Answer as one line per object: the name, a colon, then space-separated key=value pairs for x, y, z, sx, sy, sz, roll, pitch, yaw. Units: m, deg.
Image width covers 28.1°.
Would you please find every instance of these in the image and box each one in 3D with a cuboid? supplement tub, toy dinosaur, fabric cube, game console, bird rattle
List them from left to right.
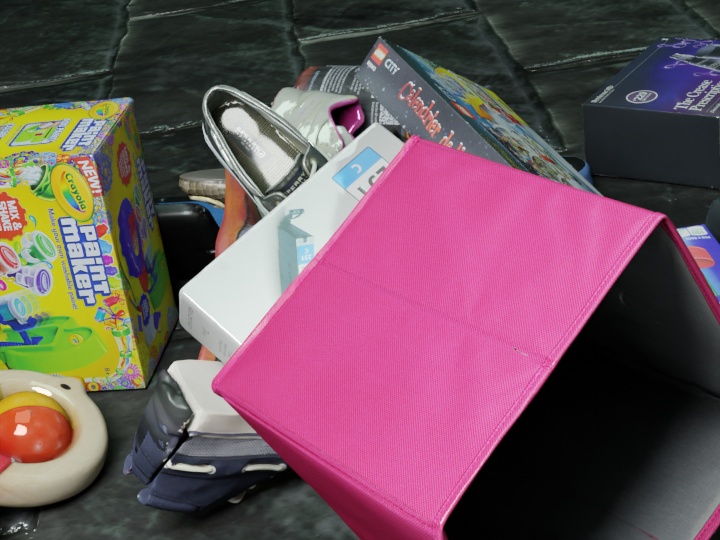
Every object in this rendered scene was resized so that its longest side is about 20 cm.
bird rattle: x=-0.257 y=0.115 z=1.012 sx=0.161 sy=0.114 sz=0.200 roll=0 pitch=25 yaw=-21
game console: x=-0.209 y=-0.053 z=1.304 sx=0.197 sy=0.176 sz=0.118 roll=-4 pitch=65 yaw=11
toy dinosaur: x=-0.097 y=0.018 z=1.106 sx=0.200 sy=0.105 sz=0.181 roll=40 pitch=52 yaw=7
supplement tub: x=0.035 y=-0.151 z=1.441 sx=0.198 sy=0.108 sz=0.107 roll=5 pitch=29 yaw=23
fabric cube: x=0.077 y=0.076 z=0.803 sx=0.199 sy=0.196 sz=0.201 roll=24 pitch=70 yaw=47

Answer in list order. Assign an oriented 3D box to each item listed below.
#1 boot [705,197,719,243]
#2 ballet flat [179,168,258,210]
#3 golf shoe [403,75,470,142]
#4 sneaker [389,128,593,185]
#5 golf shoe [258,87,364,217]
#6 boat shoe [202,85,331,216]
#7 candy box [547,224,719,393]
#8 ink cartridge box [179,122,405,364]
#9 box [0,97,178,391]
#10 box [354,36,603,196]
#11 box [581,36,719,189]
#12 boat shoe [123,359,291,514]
boot: x=0.396 y=-0.042 z=1.149 sx=0.198 sy=0.077 sz=0.168 roll=-21 pitch=32 yaw=-11
ballet flat: x=-0.057 y=-0.056 z=1.220 sx=0.198 sy=0.047 sz=0.067 roll=4 pitch=13 yaw=-21
golf shoe: x=0.049 y=-0.080 z=1.294 sx=0.200 sy=0.094 sz=0.078 roll=-42 pitch=11 yaw=26
sneaker: x=0.116 y=-0.100 z=1.345 sx=0.197 sy=0.079 sz=0.070 roll=-4 pitch=26 yaw=9
golf shoe: x=-0.050 y=-0.096 z=1.337 sx=0.090 sy=0.076 sz=0.202 roll=-3 pitch=52 yaw=19
boat shoe: x=-0.049 y=-0.058 z=1.054 sx=0.200 sy=0.071 sz=0.072 roll=40 pitch=88 yaw=14
candy box: x=0.196 y=0.050 z=1.025 sx=0.167 sy=0.078 sz=0.201 roll=-9 pitch=28 yaw=-2
ink cartridge box: x=0.008 y=0.018 z=0.961 sx=0.176 sy=0.045 sz=0.200 roll=40 pitch=62 yaw=15
box: x=-0.266 y=-0.017 z=1.154 sx=0.190 sy=0.202 sz=0.122 roll=-4 pitch=26 yaw=9
box: x=0.097 y=-0.088 z=1.058 sx=0.136 sy=0.038 sz=0.200 roll=17 pitch=25 yaw=-44
box: x=0.321 y=-0.159 z=1.408 sx=0.140 sy=0.080 sz=0.200 roll=7 pitch=30 yaw=33
boat shoe: x=-0.071 y=0.116 z=0.984 sx=0.199 sy=0.093 sz=0.075 roll=10 pitch=31 yaw=-40
